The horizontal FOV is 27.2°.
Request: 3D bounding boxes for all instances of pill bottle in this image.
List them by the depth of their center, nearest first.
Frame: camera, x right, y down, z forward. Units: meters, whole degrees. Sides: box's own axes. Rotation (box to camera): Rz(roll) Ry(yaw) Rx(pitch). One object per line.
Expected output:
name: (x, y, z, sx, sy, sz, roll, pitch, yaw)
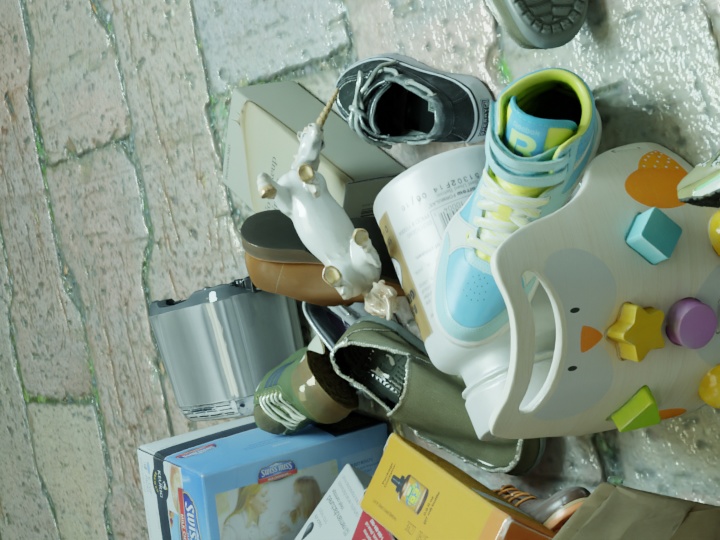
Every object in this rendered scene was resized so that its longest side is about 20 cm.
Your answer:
pill bottle: (0.094, 0.018, 1.113, 0.114, 0.114, 0.201, -43, 63, 53)

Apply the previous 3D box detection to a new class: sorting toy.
sorting toy: (0.153, 0.033, 0.962, 0.107, 0.179, 0.202, 22, 118, 53)

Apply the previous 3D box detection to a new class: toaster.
toaster: (-0.124, 0.075, 1.479, 0.199, 0.113, 0.130, -14, 91, 56)

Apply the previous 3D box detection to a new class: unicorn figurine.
unicorn figurine: (-0.029, -0.047, 1.154, 0.137, 0.073, 0.201, 21, -130, -82)

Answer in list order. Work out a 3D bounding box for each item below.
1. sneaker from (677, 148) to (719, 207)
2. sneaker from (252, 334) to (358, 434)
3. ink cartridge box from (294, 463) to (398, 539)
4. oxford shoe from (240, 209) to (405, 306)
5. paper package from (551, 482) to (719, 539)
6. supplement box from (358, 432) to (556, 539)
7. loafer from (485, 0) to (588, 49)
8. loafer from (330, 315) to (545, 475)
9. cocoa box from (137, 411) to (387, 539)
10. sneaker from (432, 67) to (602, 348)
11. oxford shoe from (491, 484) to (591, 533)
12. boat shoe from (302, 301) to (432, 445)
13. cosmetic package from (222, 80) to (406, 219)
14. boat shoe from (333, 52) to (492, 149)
sneaker: (0.259, -0.102, 0.876, 0.200, 0.076, 0.089, -41, 52, 48)
sneaker: (-0.054, 0.115, 1.310, 0.067, 0.090, 0.200, 48, -174, -5)
ink cartridge box: (-0.018, 0.287, 1.236, 0.201, 0.083, 0.144, -56, 24, 7)
oxford shoe: (0.000, 0.000, 1.234, 0.198, 0.072, 0.072, 10, 130, 13)
paper package: (0.170, 0.268, 0.984, 0.103, 0.190, 0.202, 11, 111, 26)
supplement box: (0.072, 0.187, 1.098, 0.067, 0.069, 0.200, -64, 28, 1)
loafer: (0.103, -0.238, 1.076, 0.070, 0.075, 0.201, 117, 138, -60)
loafer: (0.055, 0.106, 1.185, 0.199, 0.069, 0.076, 28, 113, 27)
cocoa box: (-0.083, 0.211, 1.366, 0.131, 0.199, 0.135, 10, 109, 56)
sneaker: (0.099, -0.049, 1.002, 0.079, 0.131, 0.201, 22, 83, 13)
oxford shoe: (0.120, 0.201, 1.169, 0.200, 0.071, 0.073, -48, 55, 53)
boat shoe: (0.015, 0.081, 1.297, 0.200, 0.068, 0.072, 56, 141, 33)
cosmetic package: (-0.044, -0.083, 1.340, 0.200, 0.073, 0.104, 40, 131, 44)
boat shoe: (0.024, -0.134, 1.221, 0.199, 0.068, 0.074, 27, 121, 52)
